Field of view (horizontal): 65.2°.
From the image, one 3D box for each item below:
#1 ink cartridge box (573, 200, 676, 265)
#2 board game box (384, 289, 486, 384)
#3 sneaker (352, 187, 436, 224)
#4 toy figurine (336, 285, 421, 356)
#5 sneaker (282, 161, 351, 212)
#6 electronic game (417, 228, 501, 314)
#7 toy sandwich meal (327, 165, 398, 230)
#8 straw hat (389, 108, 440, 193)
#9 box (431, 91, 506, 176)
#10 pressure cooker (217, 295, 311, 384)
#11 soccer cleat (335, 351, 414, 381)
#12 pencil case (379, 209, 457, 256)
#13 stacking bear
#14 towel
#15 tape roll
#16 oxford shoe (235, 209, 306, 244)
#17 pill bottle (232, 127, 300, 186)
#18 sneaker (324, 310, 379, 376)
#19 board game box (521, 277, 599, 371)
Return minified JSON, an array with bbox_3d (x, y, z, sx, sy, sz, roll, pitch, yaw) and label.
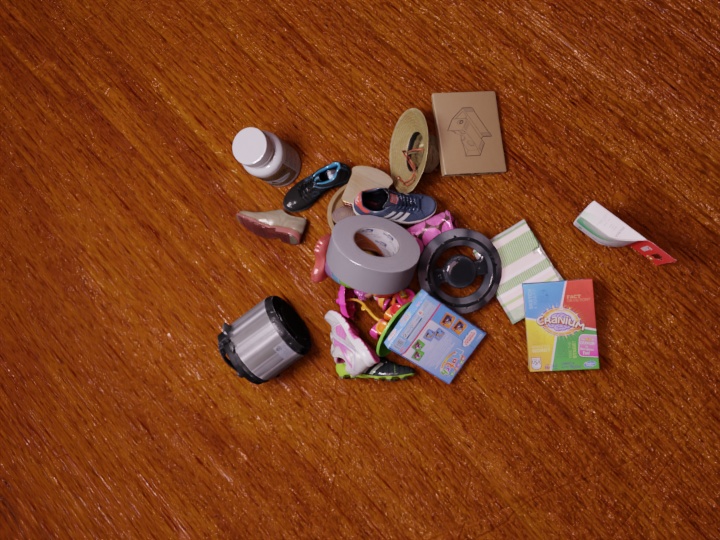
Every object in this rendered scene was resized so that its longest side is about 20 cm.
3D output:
[{"bbox_3d":[0.559,-0.064,1.213,0.200,0.161,0.050,43,99,13],"label":"ink cartridge box"},{"bbox_3d":[0.174,0.156,1.300,0.199,0.037,0.152,33,95,-25],"label":"board game box"},{"bbox_3d":[0.083,-0.155,1.303,0.198,0.085,0.076,-2,74,-5],"label":"sneaker"},{"bbox_3d":[0.035,0.076,1.365,0.184,0.150,0.200,34,74,23],"label":"toy figurine"},{"bbox_3d":[-0.121,-0.221,1.437,0.199,0.082,0.074,-32,79,10],"label":"sneaker"},{"bbox_3d":[0.231,0.002,1.312,0.198,0.042,0.202,0,96,-3],"label":"electronic game"},{"bbox_3d":[0.010,-0.158,1.383,0.204,0.070,0.207,-2,68,6],"label":"toy sandwich meal"},{"bbox_3d":[0.148,-0.284,1.367,0.085,0.201,0.203,2,86,-24],"label":"straw hat"},{"bbox_3d":[0.258,-0.326,1.344,0.162,0.021,0.202,-6,85,-14],"label":"box"},{"bbox_3d":[-0.245,0.180,1.391,0.200,0.179,0.176,-37,81,8],"label":"pressure cooker"},{"bbox_3d":[0.035,0.228,1.377,0.198,0.068,0.082,0,78,16],"label":"soccer cleat"},{"bbox_3d":[0.144,-0.063,1.357,0.199,0.091,0.094,-28,75,9],"label":"pencil case"},{"bbox_3d":[0.000,0.000,1.313,0.199,0.114,0.122,25,125,22],"label":"stacking bear"},{"bbox_3d":[0.374,0.001,1.328,0.152,0.023,0.201,-31,81,11],"label":"towel"},{"bbox_3d":[0.028,-0.038,1.236,0.199,0.200,0.066,29,129,14],"label":"tape roll"},{"bbox_3d":[-0.232,-0.127,1.478,0.199,0.071,0.075,19,65,16],"label":"oxford shoe"},{"bbox_3d":[-0.235,-0.284,1.409,0.113,0.200,0.115,-1,86,14],"label":"pill bottle"},{"bbox_3d":[-0.041,0.175,1.358,0.088,0.081,0.200,-43,46,2],"label":"sneaker"},{"bbox_3d":[0.451,0.123,1.276,0.152,0.040,0.202,-5,92,12],"label":"board game box"}]
